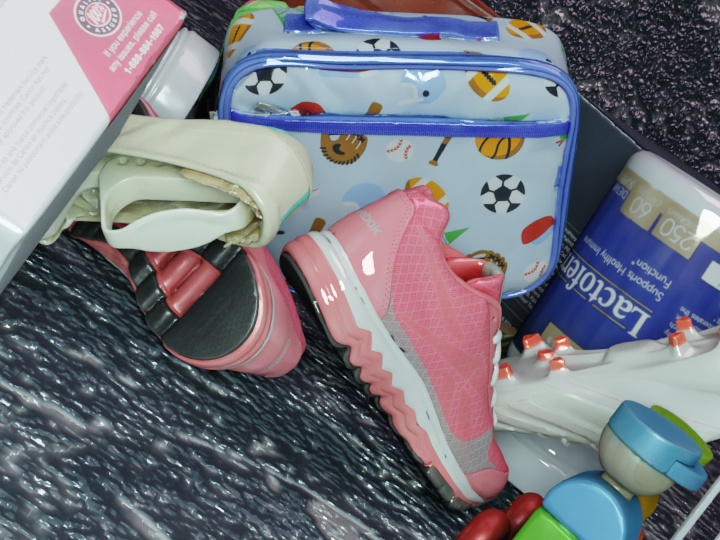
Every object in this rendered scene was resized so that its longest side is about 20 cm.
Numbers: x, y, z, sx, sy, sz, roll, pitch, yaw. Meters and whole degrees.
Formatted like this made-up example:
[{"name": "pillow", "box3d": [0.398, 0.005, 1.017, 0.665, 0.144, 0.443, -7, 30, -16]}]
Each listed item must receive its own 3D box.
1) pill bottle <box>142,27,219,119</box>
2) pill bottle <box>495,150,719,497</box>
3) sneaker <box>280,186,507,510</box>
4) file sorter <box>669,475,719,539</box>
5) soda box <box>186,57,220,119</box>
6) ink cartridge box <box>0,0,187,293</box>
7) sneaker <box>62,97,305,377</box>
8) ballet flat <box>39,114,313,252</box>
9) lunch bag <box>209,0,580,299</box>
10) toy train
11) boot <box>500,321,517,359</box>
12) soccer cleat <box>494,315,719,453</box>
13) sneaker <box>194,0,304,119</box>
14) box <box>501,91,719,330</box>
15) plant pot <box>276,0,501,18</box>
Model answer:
[{"name": "pill bottle", "box3d": [-0.184, -0.145, 0.878, 0.199, 0.113, 0.113, 34, 12, -14]}, {"name": "pill bottle", "box3d": [0.157, 0.042, 0.914, 0.115, 0.201, 0.116, 31, 10, -6]}, {"name": "sneaker", "box3d": [0.042, 0.041, 0.748, 0.074, 0.086, 0.201, 52, -4, 48]}, {"name": "file sorter", "box3d": [0.225, 0.190, 0.744, 0.138, 0.125, 0.200, 34, 13, -8]}, {"name": "soda box", "box3d": [-0.037, -0.076, 1.148, 0.199, 0.064, 0.068, 34, 12, -8]}, {"name": "ink cartridge box", "box3d": [-0.189, -0.093, 0.593, 0.199, 0.083, 0.146, 35, 47, -7]}, {"name": "sneaker", "box3d": [-0.095, -0.016, 0.788, 0.201, 0.074, 0.087, 52, 9, 32]}, {"name": "ballet flat", "box3d": [-0.121, -0.041, 0.703, 0.197, 0.071, 0.069, 5, 6, 13]}, {"name": "lunch bag", "box3d": [0.013, -0.064, 0.823, 0.197, 0.162, 0.076, 1, 38, -3]}, {"name": "toy train", "box3d": [0.129, 0.116, 0.768, 0.084, 0.116, 0.200, 41, 13, 17]}, {"name": "boot", "box3d": [0.000, 0.000, 0.989, 0.174, 0.066, 0.200, 29, 11, -47]}, {"name": "soccer cleat", "box3d": [0.130, 0.073, 0.825, 0.069, 0.198, 0.079, -35, 111, -58]}, {"name": "sneaker", "box3d": [-0.067, -0.079, 0.933, 0.076, 0.085, 0.201, 11, -29, -2]}, {"name": "box", "box3d": [0.174, 0.013, 1.086, 0.199, 0.198, 0.124, 21, 18, -48]}, {"name": "plant pot", "box3d": [-0.005, -0.185, 1.328, 0.200, 0.196, 0.201, 35, 12, -8]}]
